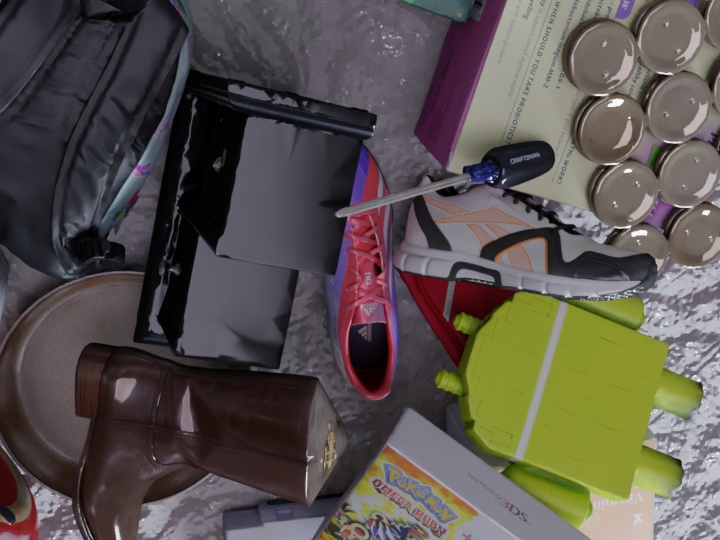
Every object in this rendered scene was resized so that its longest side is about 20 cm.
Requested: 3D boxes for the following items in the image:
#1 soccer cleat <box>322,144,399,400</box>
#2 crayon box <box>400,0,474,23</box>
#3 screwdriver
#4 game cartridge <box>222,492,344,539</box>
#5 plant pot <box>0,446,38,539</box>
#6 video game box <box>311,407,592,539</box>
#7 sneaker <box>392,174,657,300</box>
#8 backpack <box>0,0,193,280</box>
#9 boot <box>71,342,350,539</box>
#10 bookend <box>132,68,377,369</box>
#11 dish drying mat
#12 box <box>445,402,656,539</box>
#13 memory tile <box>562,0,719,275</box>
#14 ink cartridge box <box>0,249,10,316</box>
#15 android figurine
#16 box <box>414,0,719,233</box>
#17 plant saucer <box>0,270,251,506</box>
[{"bbox_3d":[0.000,0.000,0.813,0.067,0.073,0.204,-9,114,-8],"label":"soccer cleat"},{"bbox_3d":[-0.002,-0.257,0.715,0.197,0.058,0.121,15,108,-18],"label":"crayon box"},{"bbox_3d":[0.057,-0.059,0.672,0.198,0.028,0.030,-12,111,-43],"label":"screwdriver"},{"bbox_3d":[-0.020,0.255,0.937,0.196,0.038,0.132,-4,109,-11],"label":"game cartridge"},{"bbox_3d":[-0.338,0.192,0.750,0.183,0.200,0.200,-46,115,0],"label":"plant pot"},{"bbox_3d":[0.074,0.220,0.815,0.198,0.047,0.183,35,133,4],"label":"video game box"},{"bbox_3d":[0.114,-0.024,0.765,0.197,0.073,0.082,10,90,28],"label":"sneaker"},{"bbox_3d":[-0.193,-0.117,0.691,0.165,0.127,0.201,29,106,-23],"label":"backpack"},{"bbox_3d":[-0.107,0.149,0.773,0.196,0.064,0.190,8,116,14],"label":"boot"},{"bbox_3d":[-0.078,-0.019,0.699,0.090,0.199,0.204,9,100,-19],"label":"bookend"},{"bbox_3d":[0.112,0.063,0.836,0.076,0.018,0.202,-32,83,-11],"label":"dish drying mat"},{"bbox_3d":[0.161,0.213,0.921,0.149,0.107,0.204,-10,114,-9],"label":"box"},{"bbox_3d":[0.224,-0.092,0.753,0.151,0.017,0.203,-19,116,-4],"label":"memory tile"},{"bbox_3d":[-0.326,0.036,0.682,0.173,0.200,0.085,-23,116,-3],"label":"ink cartridge box"},{"bbox_3d":[0.154,0.093,0.806,0.197,0.041,0.185,19,77,-4],"label":"android figurine"},{"bbox_3d":[0.165,-0.144,0.781,0.196,0.097,0.179,13,109,-17],"label":"box"},{"bbox_3d":[-0.182,0.090,0.831,0.196,0.032,0.204,-5,113,-12],"label":"plant saucer"}]
